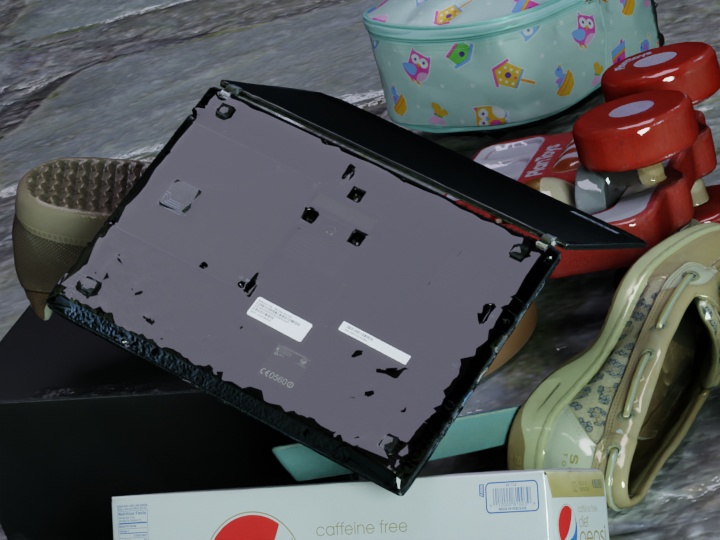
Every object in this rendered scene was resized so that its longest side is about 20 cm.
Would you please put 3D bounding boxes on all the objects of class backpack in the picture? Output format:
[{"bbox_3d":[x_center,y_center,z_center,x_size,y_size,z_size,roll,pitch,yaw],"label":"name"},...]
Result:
[{"bbox_3d":[0.101,-0.178,1.593,0.175,0.154,0.200,6,34,36],"label":"backpack"}]

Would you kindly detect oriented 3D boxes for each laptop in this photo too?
[{"bbox_3d":[0.000,0.000,0.974,0.177,0.103,0.200,26,65,21],"label":"laptop"}]

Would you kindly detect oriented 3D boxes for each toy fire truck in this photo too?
[{"bbox_3d":[0.119,-0.039,1.237,0.167,0.113,0.200,-11,18,23],"label":"toy fire truck"}]

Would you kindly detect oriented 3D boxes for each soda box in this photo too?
[{"bbox_3d":[-0.001,0.117,0.925,0.199,0.064,0.068,-5,-6,26],"label":"soda box"}]

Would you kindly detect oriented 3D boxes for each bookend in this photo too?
[{"bbox_3d":[-0.064,0.042,1.124,0.198,0.092,0.200,-5,30,24],"label":"bookend"}]

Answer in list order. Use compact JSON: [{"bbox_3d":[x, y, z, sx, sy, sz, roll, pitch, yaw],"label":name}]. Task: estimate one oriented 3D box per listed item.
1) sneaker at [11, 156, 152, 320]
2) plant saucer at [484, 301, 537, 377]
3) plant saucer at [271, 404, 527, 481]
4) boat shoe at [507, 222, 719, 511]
[{"bbox_3d":[-0.060,-0.001,1.035,0.199,0.076,0.071,11,36,2],"label":"sneaker"},{"bbox_3d":[-0.002,0.033,1.248,0.199,0.032,0.200,-14,18,5],"label":"plant saucer"},{"bbox_3d":[0.036,0.074,1.008,0.070,0.019,0.200,-11,-3,25],"label":"plant saucer"},{"bbox_3d":[0.142,0.048,1.045,0.062,0.074,0.200,8,40,37],"label":"boat shoe"}]
